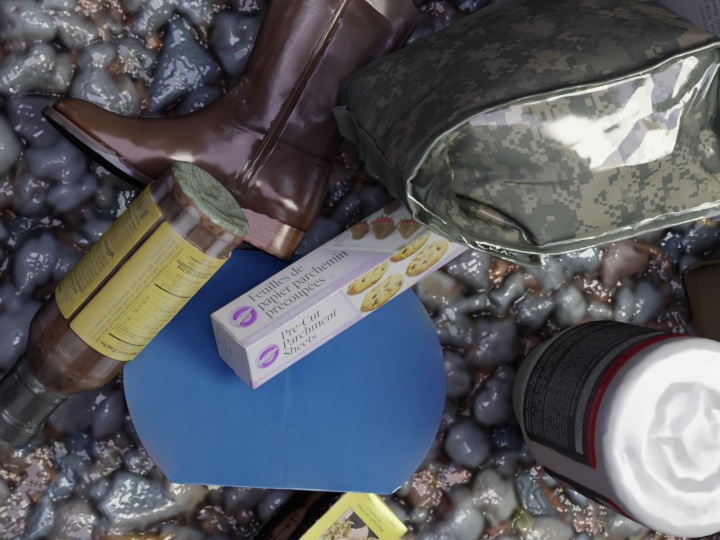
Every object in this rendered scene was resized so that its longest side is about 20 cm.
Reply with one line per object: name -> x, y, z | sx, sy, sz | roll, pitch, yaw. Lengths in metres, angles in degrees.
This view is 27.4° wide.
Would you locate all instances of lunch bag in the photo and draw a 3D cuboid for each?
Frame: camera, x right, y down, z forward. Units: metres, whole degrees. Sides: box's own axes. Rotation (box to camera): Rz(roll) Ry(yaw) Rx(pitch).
lunch bag -> 0.094, -0.083, 0.851 | 0.198, 0.164, 0.118 | -15, 117, -8

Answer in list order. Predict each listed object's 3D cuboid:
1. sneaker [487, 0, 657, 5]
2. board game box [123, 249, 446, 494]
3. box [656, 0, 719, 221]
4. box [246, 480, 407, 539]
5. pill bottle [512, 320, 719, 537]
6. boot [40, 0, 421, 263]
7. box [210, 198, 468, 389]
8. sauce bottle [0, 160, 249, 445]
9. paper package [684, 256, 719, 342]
sneaker -> 0.173, -0.231, 0.953 | 0.117, 0.074, 0.202 | 24, 96, -6
board game box -> -0.047, 0.067, 0.921 | 0.198, 0.039, 0.159 | 4, 61, -7
box -> 0.292, -0.152, 0.862 | 0.198, 0.130, 0.202 | -17, 94, -27
box -> -0.064, 0.207, 0.916 | 0.200, 0.075, 0.050 | -45, 104, -9
pill bottle -> 0.161, 0.088, 0.898 | 0.110, 0.200, 0.112 | -1, 93, -13
boot -> -0.074, -0.132, 0.908 | 0.185, 0.064, 0.201 | 28, 87, -21
box -> 0.000, 0.000, 0.912 | 0.199, 0.039, 0.042 | -32, 141, -24
sauce bottle -> -0.151, 0.023, 0.868 | 0.065, 0.065, 0.200 | 43, 108, -10
paper package -> 0.336, 0.071, 0.988 | 0.189, 0.103, 0.202 | -16, 95, -13
